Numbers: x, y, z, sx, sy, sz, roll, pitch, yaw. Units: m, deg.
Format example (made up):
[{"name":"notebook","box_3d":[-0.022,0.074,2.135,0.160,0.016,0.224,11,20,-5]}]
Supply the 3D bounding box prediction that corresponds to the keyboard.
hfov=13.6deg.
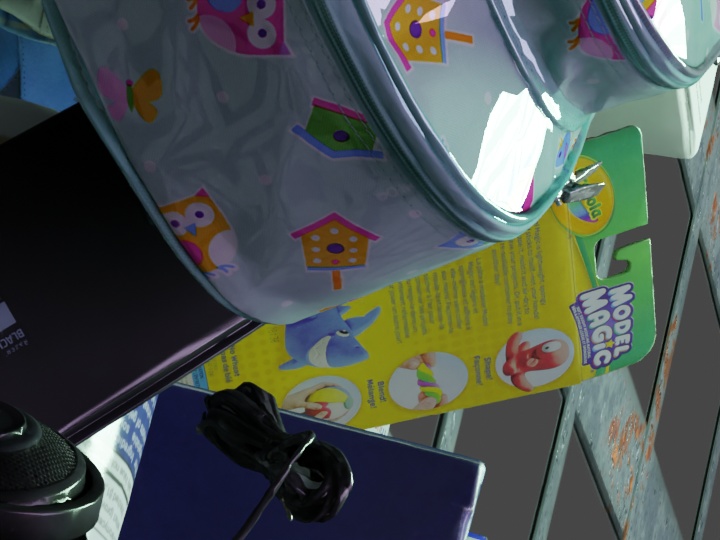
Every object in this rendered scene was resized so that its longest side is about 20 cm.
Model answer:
[{"name":"keyboard","box_3d":[-0.119,-0.001,0.772,0.200,0.021,0.127,-31,93,-27]}]

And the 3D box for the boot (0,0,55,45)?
[{"name":"boot","box_3d":[-0.056,-0.098,0.898,0.073,0.199,0.096,4,-101,67]}]

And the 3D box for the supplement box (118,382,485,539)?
[{"name":"supplement box","box_3d":[-0.045,0.114,0.965,0.200,0.109,0.109,138,-35,-72]}]

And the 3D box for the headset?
[{"name":"headset","box_3d":[-0.095,0.079,0.732,0.199,0.094,0.124,-20,120,-21]}]

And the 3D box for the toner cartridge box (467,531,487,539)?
[{"name":"toner cartridge box","box_3d":[-0.002,0.194,1.052,0.095,0.043,0.201,-99,-152,-64]}]

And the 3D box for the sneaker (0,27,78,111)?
[{"name":"sneaker","box_3d":[-0.091,-0.042,0.938,0.066,0.078,0.201,36,64,-73]}]

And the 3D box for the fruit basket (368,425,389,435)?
[{"name":"fruit basket","box_3d":[-0.013,-0.045,1.213,0.200,0.093,0.186,39,58,-52]}]

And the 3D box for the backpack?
[{"name":"backpack","box_3d":[0.006,-0.089,0.762,0.176,0.153,0.200,66,32,-18]}]

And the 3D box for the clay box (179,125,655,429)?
[{"name":"clay box","box_3d":[0.000,0.000,1.047,0.048,0.199,0.115,-107,-173,-48]}]

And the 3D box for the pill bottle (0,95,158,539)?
[{"name":"pill bottle","box_3d":[-0.120,0.061,0.826,0.111,0.111,0.201,62,39,-62]}]

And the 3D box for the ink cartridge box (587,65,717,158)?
[{"name":"ink cartridge box","box_3d":[0.101,-0.163,1.388,0.086,0.147,0.201,68,32,-60]}]
